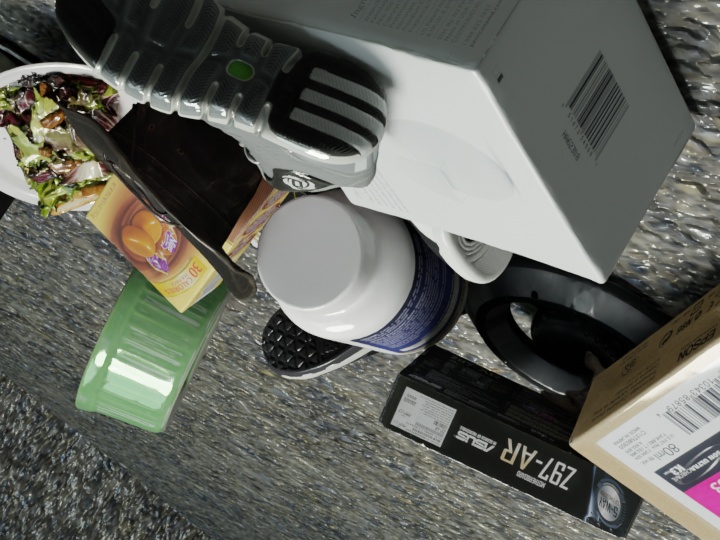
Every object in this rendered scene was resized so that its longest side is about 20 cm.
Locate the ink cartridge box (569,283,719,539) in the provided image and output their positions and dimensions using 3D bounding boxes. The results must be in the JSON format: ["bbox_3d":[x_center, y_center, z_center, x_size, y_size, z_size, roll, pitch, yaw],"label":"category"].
[{"bbox_3d":[0.265,0.100,1.223,0.165,0.075,0.200,36,140,-7],"label":"ink cartridge box"}]

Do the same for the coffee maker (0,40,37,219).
[{"bbox_3d":[-0.367,-0.096,1.714,0.134,0.200,0.192,20,158,39],"label":"coffee maker"}]

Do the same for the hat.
[{"bbox_3d":[-0.125,-0.073,1.312,0.201,0.081,0.201,44,172,8],"label":"hat"}]

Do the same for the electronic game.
[{"bbox_3d":[0.172,0.053,1.423,0.199,0.042,0.200,23,155,11],"label":"electronic game"}]

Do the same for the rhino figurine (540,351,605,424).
[{"bbox_3d":[0.233,0.102,1.347,0.199,0.060,0.088,8,149,13],"label":"rhino figurine"}]

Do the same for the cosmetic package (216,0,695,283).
[{"bbox_3d":[0.055,-0.117,1.032,0.200,0.123,0.199,18,157,38],"label":"cosmetic package"}]

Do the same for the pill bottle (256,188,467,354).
[{"bbox_3d":[0.000,0.000,1.346,0.111,0.111,0.200,26,-177,22],"label":"pill bottle"}]

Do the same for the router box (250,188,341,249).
[{"bbox_3d":[-0.052,-0.055,1.515,0.149,0.051,0.200,29,162,19],"label":"router box"}]

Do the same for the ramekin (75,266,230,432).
[{"bbox_3d":[-0.217,0.076,1.937,0.097,0.200,0.200,25,163,-1],"label":"ramekin"}]

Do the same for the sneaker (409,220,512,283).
[{"bbox_3d":[0.032,-0.079,1.284,0.112,0.073,0.200,20,151,46],"label":"sneaker"}]

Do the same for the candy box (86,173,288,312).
[{"bbox_3d":[-0.126,-0.069,1.424,0.117,0.056,0.200,45,136,4],"label":"candy box"}]

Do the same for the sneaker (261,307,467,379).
[{"bbox_3d":[0.014,0.047,1.507,0.199,0.072,0.083,-21,153,24],"label":"sneaker"}]

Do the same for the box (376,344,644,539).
[{"bbox_3d":[0.123,0.125,1.376,0.199,0.044,0.160,25,-170,7],"label":"box"}]

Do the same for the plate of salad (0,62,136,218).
[{"bbox_3d":[-0.257,-0.108,1.598,0.199,0.048,0.200,0,144,0],"label":"plate of salad"}]

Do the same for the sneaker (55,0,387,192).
[{"bbox_3d":[-0.076,-0.094,1.006,0.200,0.075,0.116,29,164,13],"label":"sneaker"}]
